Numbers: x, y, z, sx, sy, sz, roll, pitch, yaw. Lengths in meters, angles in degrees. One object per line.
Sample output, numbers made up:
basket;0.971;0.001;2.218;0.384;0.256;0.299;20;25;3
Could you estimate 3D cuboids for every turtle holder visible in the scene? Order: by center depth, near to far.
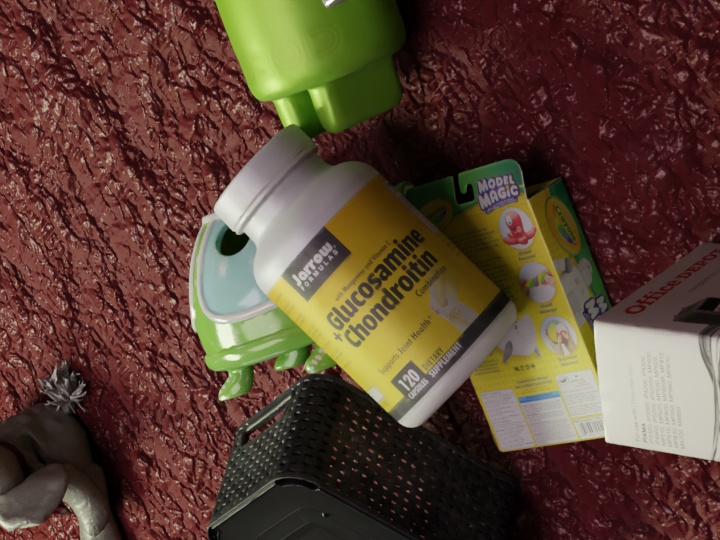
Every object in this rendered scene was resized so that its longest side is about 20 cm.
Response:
turtle holder;-0.045;0.005;1.295;0.185;0.140;0.133;-18;93;47

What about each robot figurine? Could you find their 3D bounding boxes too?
robot figurine;-0.041;-0.194;1.205;0.175;0.115;0.202;-8;105;56

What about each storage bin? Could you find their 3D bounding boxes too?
storage bin;0.004;0.180;1.307;0.199;0.094;0.135;32;138;-18

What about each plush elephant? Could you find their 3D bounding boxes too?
plush elephant;-0.320;0.196;1.626;0.164;0.154;0.201;29;128;28

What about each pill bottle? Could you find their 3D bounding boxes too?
pill bottle;0.000;0.000;1.187;0.200;0.112;0.112;43;134;2

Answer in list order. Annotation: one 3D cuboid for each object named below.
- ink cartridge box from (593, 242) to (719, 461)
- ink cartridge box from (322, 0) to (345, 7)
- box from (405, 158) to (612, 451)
ink cartridge box;0.257;0.050;1.042;0.199;0.146;0.084;6;114;39
ink cartridge box;-0.001;-0.286;1.101;0.083;0.145;0.201;-28;91;48
box;0.111;0.021;1.230;0.117;0.048;0.201;-13;104;45
